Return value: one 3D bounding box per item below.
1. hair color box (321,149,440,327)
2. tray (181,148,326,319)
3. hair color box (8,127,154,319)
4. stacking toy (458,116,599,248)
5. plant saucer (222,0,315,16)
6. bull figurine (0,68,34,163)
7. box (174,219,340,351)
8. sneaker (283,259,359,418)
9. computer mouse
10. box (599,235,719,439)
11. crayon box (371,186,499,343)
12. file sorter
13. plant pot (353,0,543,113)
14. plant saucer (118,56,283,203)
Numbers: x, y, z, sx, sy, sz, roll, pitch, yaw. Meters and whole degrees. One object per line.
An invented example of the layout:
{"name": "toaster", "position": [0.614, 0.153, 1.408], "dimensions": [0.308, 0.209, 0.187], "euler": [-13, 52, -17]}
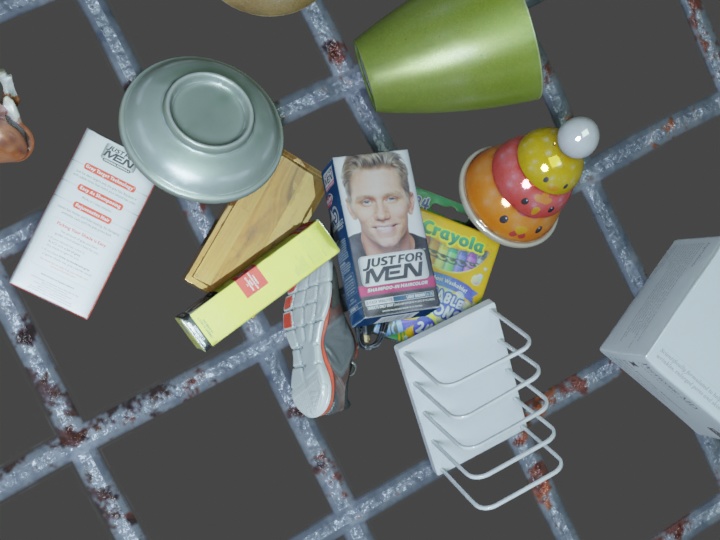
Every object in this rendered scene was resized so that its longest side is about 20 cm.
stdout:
{"name": "hair color box", "position": [0.023, -0.040, 1.370], "dimensions": [0.100, 0.061, 0.200], "euler": [-8, 79, -17]}
{"name": "tray", "position": [-0.126, -0.051, 1.396], "dimensions": [0.099, 0.037, 0.200], "euler": [31, 81, -13]}
{"name": "hair color box", "position": [-0.321, -0.053, 1.329], "dimensions": [0.101, 0.061, 0.200], "euler": [27, 83, -13]}
{"name": "stacking toy", "position": [0.223, -0.129, 1.394], "dimensions": [0.146, 0.200, 0.146], "euler": [10, 62, -20]}
{"name": "plant saucer", "position": [-0.114, -0.418, 1.404], "dimensions": [0.200, 0.035, 0.201], "euler": [0, 89, -16]}
{"name": "bull figurine", "position": [-0.473, -0.157, 1.278], "dimensions": [0.200, 0.065, 0.122], "euler": [-10, 125, -23]}
{"name": "box", "position": [-0.122, 0.017, 1.340], "dimensions": [0.200, 0.075, 0.050], "euler": [-36, 98, -12]}
{"name": "sneaker", "position": [-0.043, 0.083, 1.411], "dimensions": [0.082, 0.077, 0.200], "euler": [10, 79, -46]}
{"name": "computer mouse", "position": [0.000, 0.000, 1.399], "dimensions": [0.059, 0.034, 0.200], "euler": [-10, 72, -3]}
{"name": "box", "position": [0.467, 0.091, 1.507], "dimensions": [0.199, 0.131, 0.200], "euler": [39, 80, -11]}
{"name": "crayon box", "position": [0.097, 0.003, 1.448], "dimensions": [0.126, 0.052, 0.200], "euler": [20, 84, -14]}
{"name": "file sorter", "position": [0.152, 0.167, 1.390], "dimensions": [0.139, 0.125, 0.200], "euler": [-26, 118, -15]}
{"name": "plant pot", "position": [0.099, -0.270, 1.402], "dimensions": [0.200, 0.187, 0.187], "euler": [-18, 94, 0]}
{"name": "plant saucer", "position": [-0.182, -0.177, 1.337], "dimensions": [0.200, 0.050, 0.200], "euler": [9, 63, -18]}
